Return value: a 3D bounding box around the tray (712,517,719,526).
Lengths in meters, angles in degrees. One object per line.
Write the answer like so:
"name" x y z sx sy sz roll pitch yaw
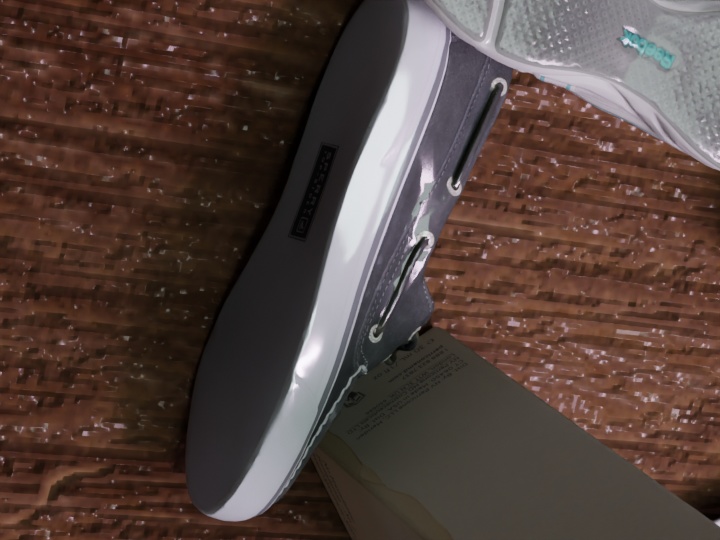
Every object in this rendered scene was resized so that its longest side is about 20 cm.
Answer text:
"tray" 0.219 0.125 0.966 0.199 0.022 0.108 -20 115 -20

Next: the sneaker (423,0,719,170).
"sneaker" 0.073 -0.095 0.777 0.200 0.080 0.071 32 90 -26

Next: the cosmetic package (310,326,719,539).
"cosmetic package" 0.064 0.108 0.772 0.073 0.200 0.104 -33 119 -12

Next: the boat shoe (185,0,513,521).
"boat shoe" 0.000 0.000 0.783 0.066 0.070 0.201 20 90 -30
